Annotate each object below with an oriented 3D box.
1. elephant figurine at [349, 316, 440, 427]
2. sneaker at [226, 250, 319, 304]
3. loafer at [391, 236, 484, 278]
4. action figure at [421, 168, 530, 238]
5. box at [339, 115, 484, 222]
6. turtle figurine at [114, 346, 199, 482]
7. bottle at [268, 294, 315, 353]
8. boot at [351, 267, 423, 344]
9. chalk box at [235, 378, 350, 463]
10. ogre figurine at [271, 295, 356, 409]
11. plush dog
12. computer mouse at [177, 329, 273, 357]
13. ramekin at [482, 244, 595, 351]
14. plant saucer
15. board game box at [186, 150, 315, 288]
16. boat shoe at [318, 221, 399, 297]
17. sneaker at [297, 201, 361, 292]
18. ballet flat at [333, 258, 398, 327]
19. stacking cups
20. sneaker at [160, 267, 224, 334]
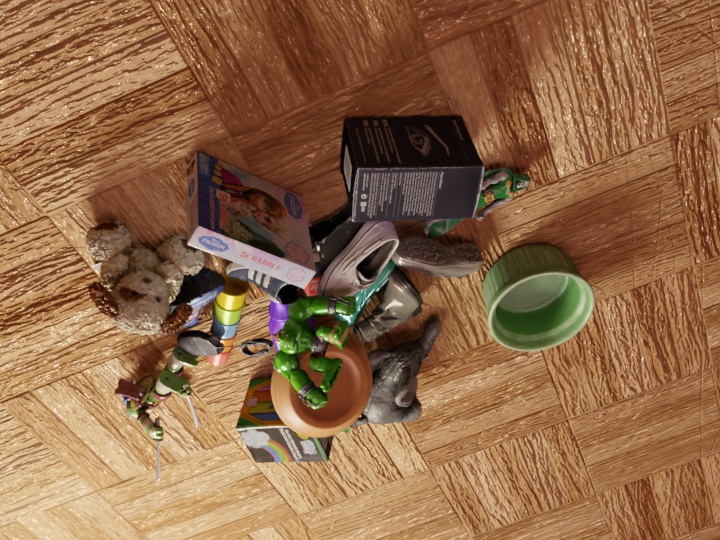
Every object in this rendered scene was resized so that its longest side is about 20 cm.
[{"bbox_3d":[0.067,0.197,1.722,0.141,0.155,0.200,11,130,-4],"label":"elephant figurine"},{"bbox_3d":[-0.149,0.018,1.501,0.200,0.085,0.075,-6,-177,42],"label":"sneaker"},{"bbox_3d":[0.130,-0.015,1.568,0.200,0.070,0.070,7,140,-35],"label":"loafer"},{"bbox_3d":[0.194,-0.123,1.516,0.200,0.055,0.118,-21,136,7],"label":"action figure"},{"bbox_3d":[0.077,-0.161,1.397,0.200,0.148,0.104,-1,131,-9],"label":"box"},{"bbox_3d":[-0.350,0.246,1.667,0.144,0.200,0.194,-22,159,-45],"label":"turtle figurine"},{"bbox_3d":[-0.127,0.104,1.644,0.083,0.065,0.200,-17,132,-5],"label":"bottle"},{"bbox_3d":[0.043,0.075,1.587,0.131,0.068,0.200,-34,160,-6],"label":"boot"},{"bbox_3d":[-0.119,0.289,1.735,0.200,0.124,0.125,-5,133,16],"label":"chalk box"},{"bbox_3d":[-0.086,0.128,1.540,0.120,0.098,0.200,20,120,21],"label":"ogre figurine"},{"bbox_3d":[-0.367,0.034,1.465,0.200,0.172,0.161,14,127,-22],"label":"plush dog"},{"bbox_3d":[-0.241,0.126,1.587,0.200,0.034,0.059,0,137,24],"label":"computer mouse"},{"bbox_3d":[0.324,0.047,1.658,0.200,0.098,0.200,-5,131,-6],"label":"ramekin"},{"bbox_3d":[-0.064,0.209,1.627,0.200,0.037,0.201,-2,96,-25],"label":"plant saucer"},{"bbox_3d":[-0.172,-0.081,1.386,0.199,0.200,0.041,22,123,-28],"label":"board game box"},{"bbox_3d":[0.000,0.000,1.519,0.072,0.066,0.200,20,120,-40],"label":"boat shoe"},{"bbox_3d":[-0.081,-0.036,1.537,0.200,0.060,0.104,-25,134,3],"label":"sneaker"},{"bbox_3d":[0.004,0.020,1.600,0.070,0.067,0.200,29,119,-11],"label":"ballet flat"},{"bbox_3d":[-0.244,0.099,1.620,0.060,0.061,0.200,5,130,-14],"label":"stacking cups"},{"bbox_3d":[-0.302,0.055,1.567,0.200,0.075,0.078,-28,143,34],"label":"sneaker"}]
